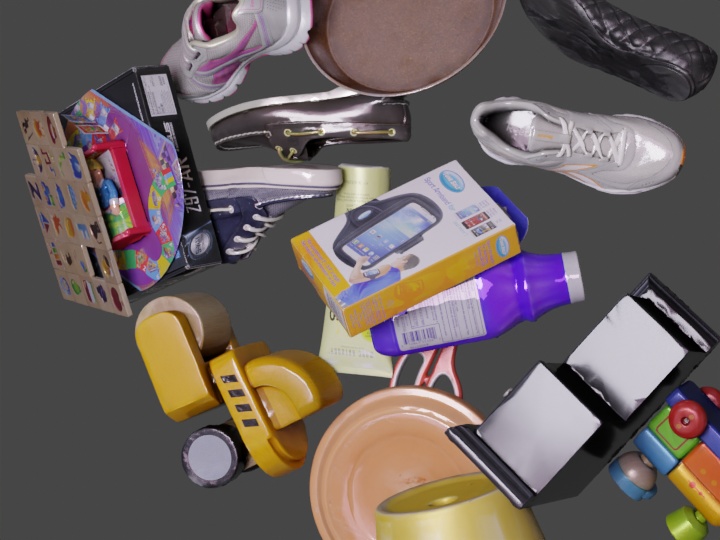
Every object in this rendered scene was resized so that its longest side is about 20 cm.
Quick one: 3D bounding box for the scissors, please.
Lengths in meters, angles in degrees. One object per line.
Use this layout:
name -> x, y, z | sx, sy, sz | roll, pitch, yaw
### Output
scissors -> 0.081, 0.046, 1.689 | 0.073, 0.014, 0.201 | 17, 95, 18

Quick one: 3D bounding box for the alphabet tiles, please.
alphabet tiles -> -0.282, -0.058, 1.727 | 0.167, 0.008, 0.201 | 11, 119, 59

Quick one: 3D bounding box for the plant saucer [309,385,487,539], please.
plant saucer -> 0.047, 0.209, 1.682 | 0.200, 0.032, 0.201 | 1, 95, 17

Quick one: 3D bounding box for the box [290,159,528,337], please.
box -> 0.050, -0.028, 1.625 | 0.200, 0.042, 0.119 | -28, 42, -10

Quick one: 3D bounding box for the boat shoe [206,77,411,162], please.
boat shoe -> -0.050, -0.135, 1.704 | 0.200, 0.072, 0.061 | -10, 82, 16

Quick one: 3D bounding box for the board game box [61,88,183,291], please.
board game box -> -0.244, -0.073, 1.702 | 0.200, 0.039, 0.158 | 34, 121, 38

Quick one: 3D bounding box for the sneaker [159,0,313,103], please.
sneaker -> -0.137, -0.225, 1.699 | 0.200, 0.088, 0.082 | -28, 59, 42

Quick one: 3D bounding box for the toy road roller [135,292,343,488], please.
toy road roller -> -0.108, 0.099, 1.695 | 0.146, 0.123, 0.201 | -26, 86, 15

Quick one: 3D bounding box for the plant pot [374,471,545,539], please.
plant pot -> 0.095, 0.284, 1.571 | 0.200, 0.201, 0.190 | -13, 94, 18

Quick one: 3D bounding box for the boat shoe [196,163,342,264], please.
boat shoe -> -0.099, -0.053, 1.714 | 0.199, 0.075, 0.093 | 0, 95, 37

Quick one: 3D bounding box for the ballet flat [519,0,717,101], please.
ballet flat -> 0.230, -0.215, 1.631 | 0.200, 0.057, 0.067 | 33, 142, 17

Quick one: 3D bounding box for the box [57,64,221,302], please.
box -> -0.220, -0.079, 1.739 | 0.160, 0.043, 0.201 | -20, 83, 47

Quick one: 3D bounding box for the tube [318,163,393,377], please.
tube -> 0.000, 0.000, 1.701 | 0.058, 0.052, 0.201 | 13, 101, 60

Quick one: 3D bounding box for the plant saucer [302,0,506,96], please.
plant saucer -> 0.043, -0.242, 1.665 | 0.200, 0.035, 0.201 | -8, 63, 16

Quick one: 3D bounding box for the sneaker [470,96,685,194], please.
sneaker -> 0.190, -0.113, 1.613 | 0.199, 0.092, 0.076 | 9, 93, 18

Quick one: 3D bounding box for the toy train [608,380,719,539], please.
toy train -> 0.319, 0.205, 1.578 | 0.200, 0.085, 0.116 | 48, 114, 13

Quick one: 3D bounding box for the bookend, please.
bookend -> 0.196, 0.100, 1.550 | 0.092, 0.200, 0.199 | 45, 103, 18

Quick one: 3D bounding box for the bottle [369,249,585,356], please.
bottle -> 0.104, 0.023, 1.644 | 0.199, 0.065, 0.084 | -12, 97, 6
